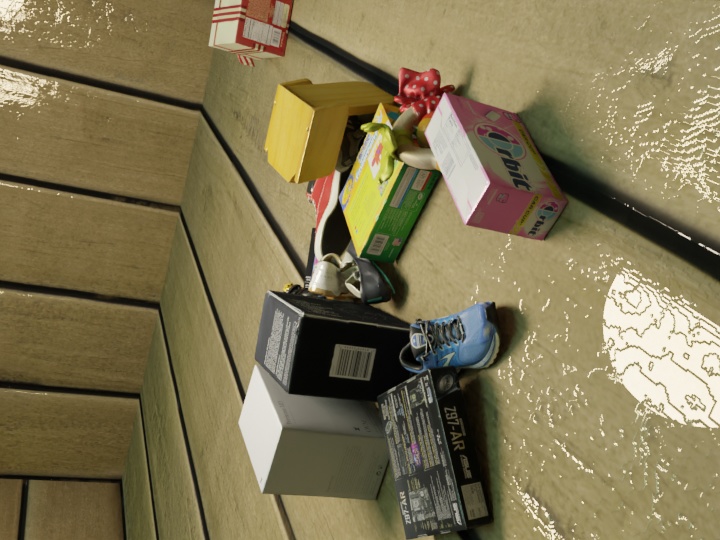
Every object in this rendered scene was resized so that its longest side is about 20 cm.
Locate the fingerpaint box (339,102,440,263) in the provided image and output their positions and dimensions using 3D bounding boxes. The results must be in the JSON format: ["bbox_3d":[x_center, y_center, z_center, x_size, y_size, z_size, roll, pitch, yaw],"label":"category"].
[{"bbox_3d":[0.045,-0.145,1.315,0.168,0.072,0.202,-109,36,-46],"label":"fingerpaint box"}]

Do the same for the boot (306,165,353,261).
[{"bbox_3d":[-0.071,-0.109,1.553,0.143,0.072,0.203,-3,71,56],"label":"boot"}]

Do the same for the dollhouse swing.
[{"bbox_3d":[-0.054,-0.257,1.449,0.200,0.173,0.184,45,124,55],"label":"dollhouse swing"}]

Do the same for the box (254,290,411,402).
[{"bbox_3d":[-0.043,0.118,1.249,0.196,0.197,0.126,-154,75,-66],"label":"box"}]

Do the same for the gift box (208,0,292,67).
[{"bbox_3d":[-0.300,-0.675,2.187,0.186,0.198,0.188,17,94,51],"label":"gift box"}]

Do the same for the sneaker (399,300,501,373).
[{"bbox_3d":[0.114,0.098,1.047,0.200,0.088,0.080,133,138,-52],"label":"sneaker"}]

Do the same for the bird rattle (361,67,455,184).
[{"bbox_3d":[0.098,-0.206,1.159,0.161,0.200,0.114,23,144,30],"label":"bird rattle"}]

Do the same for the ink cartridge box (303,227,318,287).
[{"bbox_3d":[-0.084,0.013,1.613,0.094,0.037,0.204,-176,93,-66],"label":"ink cartridge box"}]

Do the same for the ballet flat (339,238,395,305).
[{"bbox_3d":[0.000,0.000,1.349,0.201,0.072,0.074,-119,43,-59],"label":"ballet flat"}]

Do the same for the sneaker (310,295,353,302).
[{"bbox_3d":[-0.082,0.089,1.399,0.075,0.198,0.090,3,91,43],"label":"sneaker"}]

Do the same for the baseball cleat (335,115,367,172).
[{"bbox_3d":[-0.003,-0.259,1.498,0.105,0.070,0.202,-19,40,24],"label":"baseball cleat"}]

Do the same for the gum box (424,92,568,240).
[{"bbox_3d":[0.162,-0.136,0.987,0.202,0.112,0.067,-106,34,-44],"label":"gum box"}]

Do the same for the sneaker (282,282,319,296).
[{"bbox_3d":[-0.125,0.060,1.543,0.091,0.069,0.200,57,160,12],"label":"sneaker"}]

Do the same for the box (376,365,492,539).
[{"bbox_3d":[0.093,0.246,1.054,0.160,0.043,0.203,-42,56,57],"label":"box"}]

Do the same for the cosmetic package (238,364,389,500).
[{"bbox_3d":[-0.078,0.263,1.297,0.200,0.197,0.125,-131,54,-60],"label":"cosmetic package"}]

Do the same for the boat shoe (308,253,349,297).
[{"bbox_3d":[-0.050,0.005,1.437,0.200,0.070,0.071,-65,-12,-86],"label":"boat shoe"}]
